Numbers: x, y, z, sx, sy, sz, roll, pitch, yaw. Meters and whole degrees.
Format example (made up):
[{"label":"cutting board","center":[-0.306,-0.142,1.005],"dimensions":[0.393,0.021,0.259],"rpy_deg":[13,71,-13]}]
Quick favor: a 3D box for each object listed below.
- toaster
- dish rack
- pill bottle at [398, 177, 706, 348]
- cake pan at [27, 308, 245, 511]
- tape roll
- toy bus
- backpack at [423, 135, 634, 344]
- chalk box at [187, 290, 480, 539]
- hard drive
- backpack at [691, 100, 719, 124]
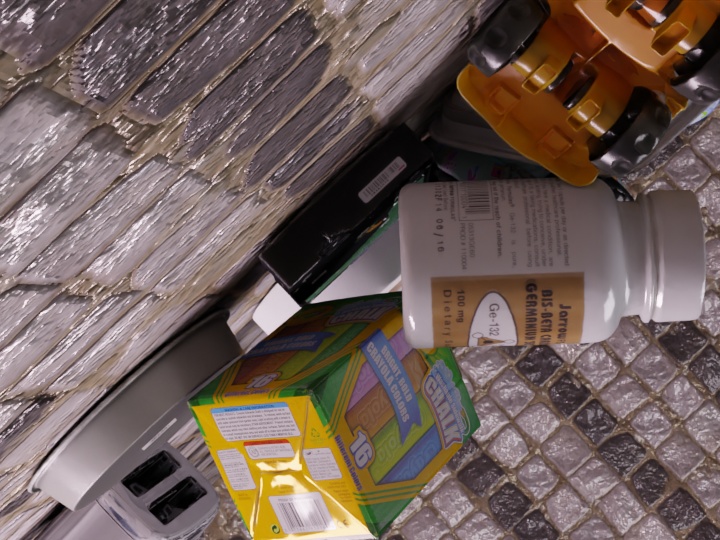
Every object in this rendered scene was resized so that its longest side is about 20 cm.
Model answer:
[{"label":"toaster","center":[-0.219,0.240,1.434],"dimensions":[0.129,0.114,0.200],"rpy_deg":[-49,172,21]},{"label":"dish rack","center":[0.163,-0.137,1.163],"dimensions":[0.200,0.172,0.044],"rpy_deg":[-37,133,-47]},{"label":"pill bottle","center":[0.127,-0.006,1.055],"dimensions":[0.200,0.114,0.114],"rpy_deg":[-2,176,3]},{"label":"cake pan","center":[-0.162,0.109,1.164],"dimensions":[0.200,0.037,0.200],"rpy_deg":[-43,175,-4]},{"label":"tape roll","center":[0.000,0.000,1.369],"dimensions":[0.202,0.071,0.202],"rpy_deg":[-44,176,-4]},{"label":"toy bus","center":[0.177,-0.181,1.005],"dimensions":[0.200,0.136,0.192],"rpy_deg":[-45,-168,43]},{"label":"backpack","center":[0.132,-0.057,1.228],"dimensions":[0.127,0.200,0.167],"rpy_deg":[-40,133,-7]},{"label":"chalk box","center":[-0.004,0.094,1.142],"dimensions":[0.124,0.124,0.200],"rpy_deg":[-11,-160,39]},{"label":"hard drive","center":[-0.009,-0.036,1.151],"dimensions":[0.140,0.038,0.200],"rpy_deg":[-43,175,-2]},{"label":"backpack","center":[0.302,-0.213,1.559],"dimensions":[0.163,0.154,0.200],"rpy_deg":[-55,169,-3]}]
